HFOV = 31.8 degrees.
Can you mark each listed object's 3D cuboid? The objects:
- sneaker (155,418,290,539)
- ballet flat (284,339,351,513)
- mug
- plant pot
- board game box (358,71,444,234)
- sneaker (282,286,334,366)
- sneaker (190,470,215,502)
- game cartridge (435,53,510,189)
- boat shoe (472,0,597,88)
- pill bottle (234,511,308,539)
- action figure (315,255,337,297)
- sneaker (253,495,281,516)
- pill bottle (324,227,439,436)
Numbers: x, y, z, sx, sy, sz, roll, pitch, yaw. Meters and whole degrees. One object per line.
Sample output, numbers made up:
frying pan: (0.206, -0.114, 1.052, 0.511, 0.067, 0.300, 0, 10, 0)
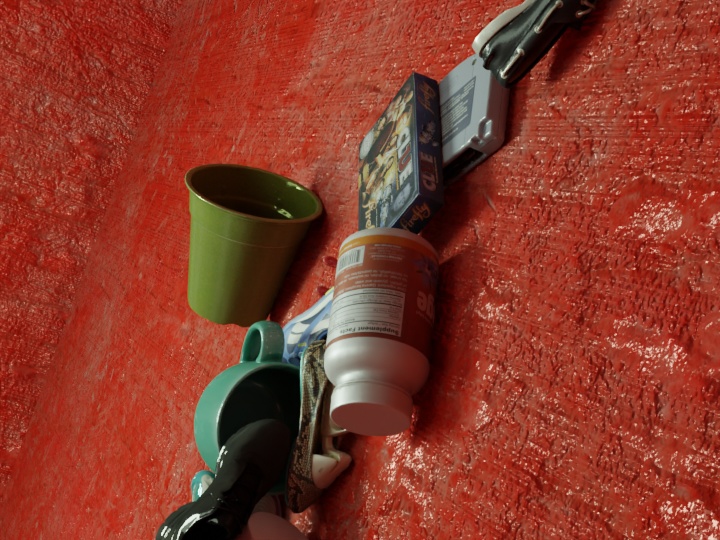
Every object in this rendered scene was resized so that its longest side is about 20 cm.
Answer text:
sneaker: (-0.140, 0.252, 1.388, 0.200, 0.076, 0.091, -53, 16, -10)
ballet flat: (-0.040, 0.181, 1.435, 0.075, 0.068, 0.202, 7, 88, 33)
mug: (-0.114, 0.171, 1.514, 0.186, 0.152, 0.114, -60, 22, -16)
plant pot: (-0.171, -0.028, 1.818, 0.200, 0.199, 0.191, -115, 36, -61)
board game box: (0.044, -0.113, 1.447, 0.136, 0.034, 0.201, -50, 29, 41)
sneaker: (-0.048, 0.093, 1.529, 0.200, 0.074, 0.083, -47, 33, 47)
sneaker: (-0.161, 0.322, 1.510, 0.080, 0.077, 0.201, -132, 31, -50)
game cartridge: (0.107, -0.165, 1.436, 0.200, 0.041, 0.134, -36, 35, 55)
boat shoe: (0.199, -0.262, 1.261, 0.200, 0.074, 0.061, -39, 76, 27)
pill bottle: (-0.141, 0.379, 1.430, 0.200, 0.114, 0.114, -54, 25, 16)
action figure: (0.000, 0.000, 1.534, 0.200, 0.051, 0.066, -13, 56, 62)
sneaker: (-0.143, 0.257, 1.607, 0.100, 0.074, 0.201, -41, 35, 49)
pill bottle: (0.021, 0.066, 1.332, 0.112, 0.112, 0.201, -39, 37, 52)
